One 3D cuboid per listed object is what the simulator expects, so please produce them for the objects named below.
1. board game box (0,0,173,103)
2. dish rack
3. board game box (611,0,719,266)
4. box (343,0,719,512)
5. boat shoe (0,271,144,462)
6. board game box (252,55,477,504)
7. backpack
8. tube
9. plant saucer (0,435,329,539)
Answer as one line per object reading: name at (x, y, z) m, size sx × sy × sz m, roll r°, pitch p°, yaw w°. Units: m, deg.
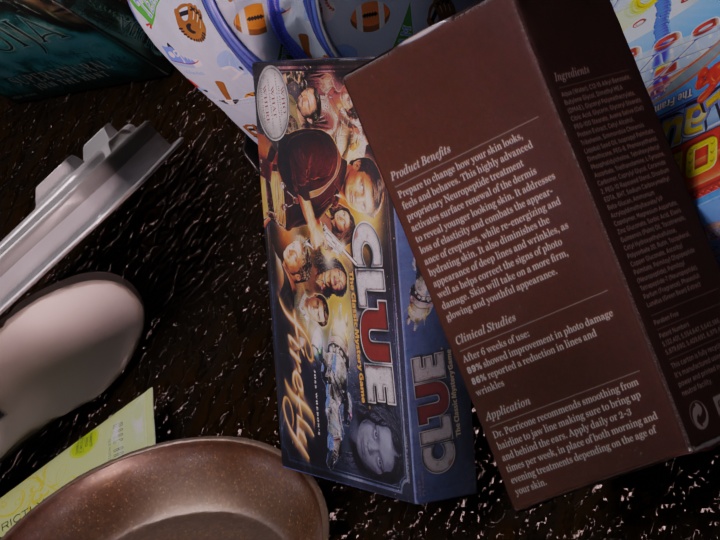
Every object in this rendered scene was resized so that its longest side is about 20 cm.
board game box at (-0.225, -0.160, 1.584) m, size 0.200 × 0.135 × 0.028 m, roll -5°, pitch 60°, yaw 53°
dish rack at (-0.197, -0.015, 1.431) m, size 0.200 × 0.044 × 0.172 m, roll -41°, pitch 6°, yaw 15°
board game box at (0.139, -0.080, 1.097) m, size 0.200 × 0.056 × 0.196 m, roll -27°, pitch 44°, yaw 40°
box at (0.081, -0.012, 1.006) m, size 0.100 × 0.075 × 0.200 m, roll -24°, pitch 87°, yaw 41°
boat shoe at (-0.209, 0.061, 1.445) m, size 0.200 × 0.075 × 0.093 m, roll -39°, pitch 19°, yaw 10°
board game box at (0.000, 0.000, 1.133) m, size 0.135 × 0.035 × 0.200 m, roll 6°, pitch 102°, yaw 62°
backpack at (-0.024, -0.157, 1.256) m, size 0.154 × 0.190 × 0.200 m, roll -7°, pitch 58°, yaw 51°
tube at (-0.185, 0.143, 1.364) m, size 0.200 × 0.052 × 0.058 m, roll -36°, pitch 79°, yaw 24°
plant saucer at (-0.103, 0.163, 1.186) m, size 0.200 × 0.037 × 0.200 m, roll -17°, pitch 34°, yaw 12°
